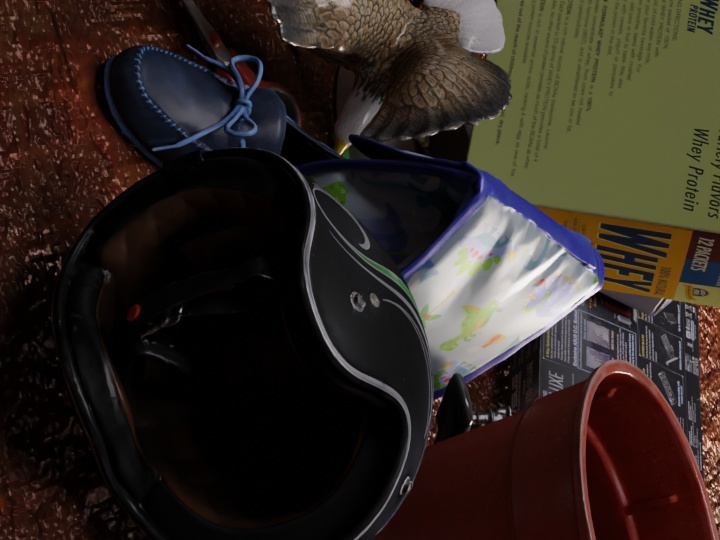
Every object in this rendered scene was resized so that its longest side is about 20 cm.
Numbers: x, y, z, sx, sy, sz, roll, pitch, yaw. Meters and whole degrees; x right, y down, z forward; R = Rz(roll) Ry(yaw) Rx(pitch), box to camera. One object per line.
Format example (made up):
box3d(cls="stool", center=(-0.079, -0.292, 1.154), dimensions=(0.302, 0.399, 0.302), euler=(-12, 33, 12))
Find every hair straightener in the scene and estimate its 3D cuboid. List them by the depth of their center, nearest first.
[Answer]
box3d(cls="hair straightener", center=(0.065, 0.117, 1.257), dimensions=(0.200, 0.077, 0.041), euler=(82, -5, -62))

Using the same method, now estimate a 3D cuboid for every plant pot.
box3d(cls="plant pot", center=(0.086, 0.172, 1.142), dimensions=(0.201, 0.194, 0.202), euler=(39, 43, -48))

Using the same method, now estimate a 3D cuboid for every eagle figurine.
box3d(cls="eagle figurine", center=(0.020, -0.136, 1.246), dimensions=(0.200, 0.151, 0.152), euler=(83, 7, -81))

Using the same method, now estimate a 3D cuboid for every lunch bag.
box3d(cls="lunch bag", center=(0.026, 0.000, 1.173), dimensions=(0.170, 0.199, 0.128), euler=(28, 51, -54))

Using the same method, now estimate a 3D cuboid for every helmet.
box3d(cls="helmet", center=(-0.053, 0.055, 1.006), dimensions=(0.201, 0.199, 0.191), euler=(-78, 149, -44))

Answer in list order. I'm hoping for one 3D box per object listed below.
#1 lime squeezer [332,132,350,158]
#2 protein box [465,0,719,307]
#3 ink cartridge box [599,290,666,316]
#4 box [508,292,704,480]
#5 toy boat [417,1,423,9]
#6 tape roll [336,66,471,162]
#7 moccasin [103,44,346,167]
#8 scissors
box3d(cls="lime squeezer", center=(0.000, 0.000, 1.322), dimensions=(0.071, 0.038, 0.201), euler=(117, -42, -83))
box3d(cls="protein box", center=(0.183, -0.100, 1.371), dimensions=(0.135, 0.199, 0.199), euler=(83, 17, -68))
box3d(cls="ink cartridge box", center=(0.194, -0.076, 1.584), dimensions=(0.145, 0.083, 0.200), euler=(25, 36, -12))
box3d(cls="box", center=(0.194, 0.090, 1.539), dimensions=(0.157, 0.050, 0.201), euler=(22, 49, -20))
box3d(cls="toy boat", center=(0.084, -0.221, 1.537), dimensions=(0.131, 0.130, 0.200), euler=(-55, 129, -22))
box3d(cls="tape roll", center=(0.048, -0.082, 1.448), dimensions=(0.203, 0.037, 0.204), euler=(42, 39, -47))
box3d(cls="moccasin", center=(-0.070, -0.090, 1.179), dimensions=(0.200, 0.068, 0.081), euler=(25, 58, -50))
box3d(cls="scissors", center=(-0.089, -0.133, 1.236), dimensions=(0.200, 0.014, 0.073), euler=(50, 36, -41))
